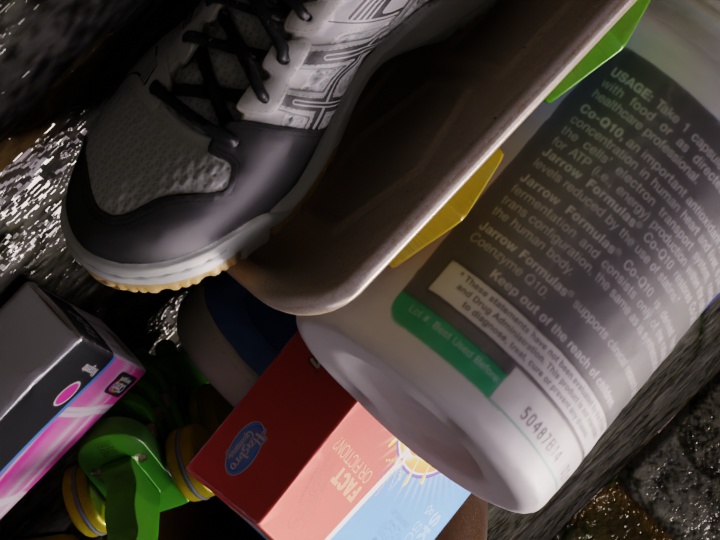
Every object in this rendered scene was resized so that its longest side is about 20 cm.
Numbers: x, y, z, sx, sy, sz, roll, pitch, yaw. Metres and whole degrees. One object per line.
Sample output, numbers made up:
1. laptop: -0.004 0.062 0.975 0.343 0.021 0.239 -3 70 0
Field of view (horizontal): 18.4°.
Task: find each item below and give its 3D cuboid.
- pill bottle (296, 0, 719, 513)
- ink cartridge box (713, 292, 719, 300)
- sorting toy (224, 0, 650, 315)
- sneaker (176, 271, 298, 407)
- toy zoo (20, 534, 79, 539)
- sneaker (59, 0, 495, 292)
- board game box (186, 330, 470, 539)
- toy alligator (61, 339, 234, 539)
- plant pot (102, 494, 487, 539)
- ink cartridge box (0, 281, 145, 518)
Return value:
1. pill bottle: 0.080 -0.022 0.791 0.200 0.113 0.113 -49 168 -12
2. ink cartridge box: 0.179 -0.075 1.008 0.200 0.043 0.196 -66 165 21
3. sorting toy: 0.029 -0.064 0.763 0.200 0.036 0.185 -42 -161 -5
4. sneaker: -0.001 -0.001 0.951 0.111 0.077 0.200 -43 172 18
5. toy zoo: -0.194 0.177 1.027 0.131 0.020 0.200 -47 167 8
6. sneaker: -0.025 -0.083 0.688 0.200 0.076 0.088 -48 157 -17
7. board game box: 0.030 0.038 0.912 0.200 0.040 0.153 -51 153 -8
8. toy alligator: -0.084 0.056 0.926 0.059 0.054 0.200 -19 -162 16
9. plant pot: -0.010 0.122 1.144 0.187 0.187 0.200 -53 180 30
10. ink cartridge box: -0.169 0.090 0.820 0.200 0.037 0.095 -43 167 0
